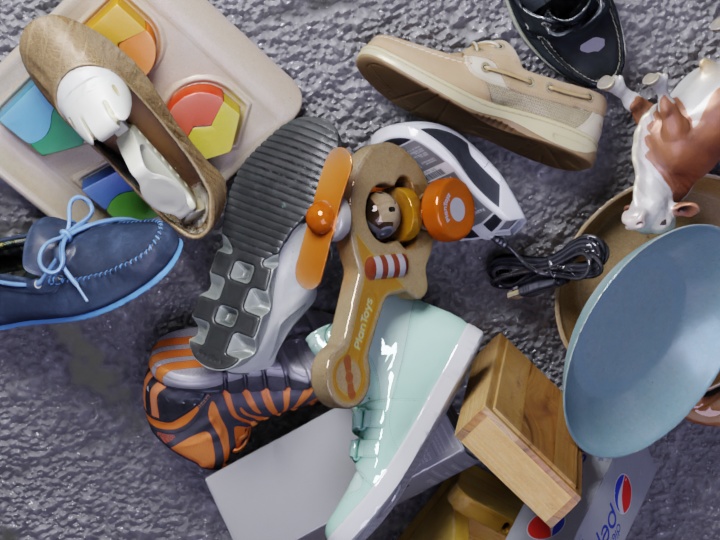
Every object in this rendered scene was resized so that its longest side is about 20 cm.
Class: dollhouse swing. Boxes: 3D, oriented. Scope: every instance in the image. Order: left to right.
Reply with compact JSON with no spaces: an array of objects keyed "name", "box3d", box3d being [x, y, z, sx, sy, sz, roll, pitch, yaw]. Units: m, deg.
[{"name":"dollhouse swing","box3d":[0.082,0.298,1.504,0.181,0.176,0.200,30,108,-23]}]

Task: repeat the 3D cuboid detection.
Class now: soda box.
[{"name":"soda box","box3d":[0.173,0.206,1.461,0.063,0.200,0.069,-2,128,35]}]

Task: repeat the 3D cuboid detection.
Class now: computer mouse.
[{"name":"computer mouse","box3d":[0.092,-0.055,1.377,0.200,0.044,0.109,42,145,-22]}]

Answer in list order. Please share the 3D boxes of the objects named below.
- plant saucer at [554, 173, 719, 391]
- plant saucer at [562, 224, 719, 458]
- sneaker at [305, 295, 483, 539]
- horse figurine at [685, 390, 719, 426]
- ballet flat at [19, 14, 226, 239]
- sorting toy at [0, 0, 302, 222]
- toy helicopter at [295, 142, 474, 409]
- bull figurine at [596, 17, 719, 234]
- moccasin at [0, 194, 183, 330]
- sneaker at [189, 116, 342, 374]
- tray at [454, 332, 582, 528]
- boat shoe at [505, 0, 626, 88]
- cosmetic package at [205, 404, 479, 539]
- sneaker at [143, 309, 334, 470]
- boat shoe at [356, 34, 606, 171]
[{"name":"plant saucer","box3d":[0.250,0.009,1.454,0.198,0.035,0.202,-3,114,-7]},{"name":"plant saucer","box3d":[0.219,0.049,1.397,0.200,0.039,0.202,-22,128,-31]},{"name":"sneaker","box3d":[-0.003,0.107,1.352,0.118,0.074,0.201,28,75,7]},{"name":"horse figurine","box3d":[0.374,0.101,1.526,0.199,0.050,0.133,23,104,-18]},{"name":"ballet flat","box3d":[-0.164,-0.094,1.266,0.068,0.072,0.200,-32,119,11]},{"name":"sorting toy","box3d":[-0.169,-0.113,1.313,0.200,0.037,0.185,-43,117,12]},{"name":"toy helicopter","box3d":[0.000,0.000,1.293,0.078,0.201,0.132,-3,154,41]},{"name":"bull figurine","box3d":[0.251,-0.120,1.357,0.200,0.065,0.122,-43,125,-10]},{"name":"moccasin","box3d":[-0.224,-0.003,1.306,0.199,0.081,0.068,-17,123,26]},{"name":"sneaker","box3d":[-0.060,-0.017,1.348,0.088,0.074,0.201,21,93,-62]},{"name":"tray","box3d":[0.127,0.117,1.387,0.099,0.200,0.037,44,106,-4]},{"name":"boat shoe","box3d":[0.143,-0.205,1.306,0.074,0.066,0.200,-27,120,3]},{"name":"cosmetic package","box3d":[-0.013,0.160,1.439,0.199,0.107,0.091,-32,76,6]},{"name":"sneaker","box3d":[-0.077,0.097,1.432,0.198,0.078,0.113,-1,133,-15]},{"name":"boat shoe","box3d":[0.091,-0.138,1.340,0.199,0.071,0.065,22,79,-19]}]
